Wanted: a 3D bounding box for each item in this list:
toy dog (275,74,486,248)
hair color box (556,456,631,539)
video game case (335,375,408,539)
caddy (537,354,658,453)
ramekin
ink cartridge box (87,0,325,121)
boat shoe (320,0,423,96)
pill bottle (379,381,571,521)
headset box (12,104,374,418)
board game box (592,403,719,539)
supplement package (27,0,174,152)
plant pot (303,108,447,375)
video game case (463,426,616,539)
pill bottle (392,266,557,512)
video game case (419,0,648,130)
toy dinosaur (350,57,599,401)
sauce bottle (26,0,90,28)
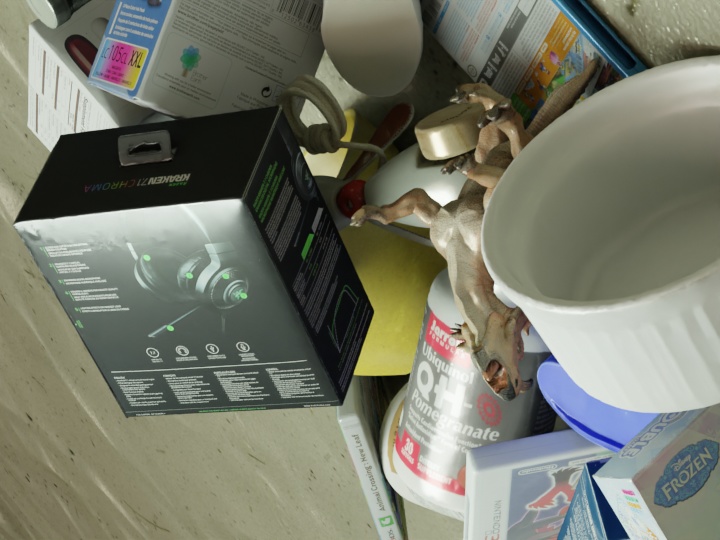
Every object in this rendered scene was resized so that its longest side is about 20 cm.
[{"bbox_3d":[0.044,-0.065,1.242,0.199,0.096,0.133,20,124,38],"label":"toy dog"},{"bbox_3d":[0.188,0.191,1.271,0.201,0.099,0.061,97,163,-58],"label":"hair color box"},{"bbox_3d":[0.004,0.122,1.624,0.201,0.022,0.183,-97,-9,-51],"label":"video game case"},{"bbox_3d":[0.193,0.041,1.181,0.199,0.104,0.143,22,136,52],"label":"caddy"},{"bbox_3d":[0.174,-0.017,1.024,0.200,0.200,0.098,21,150,51],"label":"ramekin"},{"bbox_3d":[-0.083,-0.193,1.261,0.136,0.202,0.076,20,-178,-42],"label":"ink cartridge box"},{"bbox_3d":[0.002,-0.210,1.232,0.071,0.069,0.201,-3,131,19],"label":"boat shoe"},{"bbox_3d":[0.111,0.149,1.486,0.199,0.114,0.115,11,134,58],"label":"pill bottle"},{"bbox_3d":[-0.109,-0.006,1.239,0.172,0.093,0.201,-6,131,24],"label":"headset box"},{"bbox_3d":[0.256,0.137,1.076,0.200,0.199,0.043,59,157,-15],"label":"board game box"},{"bbox_3d":[-0.137,-0.158,1.397,0.111,0.199,0.156,47,157,11],"label":"supplement package"},{"bbox_3d":[0.000,0.000,1.423,0.141,0.201,0.200,31,161,-14],"label":"plant pot"},{"bbox_3d":[0.170,0.159,1.303,0.183,0.198,0.023,87,171,-55],"label":"video game case"},{"bbox_3d":[0.094,0.061,1.321,0.110,0.110,0.202,32,121,39],"label":"pill bottle"},{"bbox_3d":[0.119,-0.130,1.187,0.200,0.018,0.143,49,157,9],"label":"video game case"},{"bbox_3d":[0.090,-0.030,1.125,0.136,0.201,0.086,46,158,-22],"label":"toy dinosaur"},{"bbox_3d":[-0.148,-0.240,1.301,0.065,0.199,0.065,43,158,22],"label":"sauce bottle"}]
